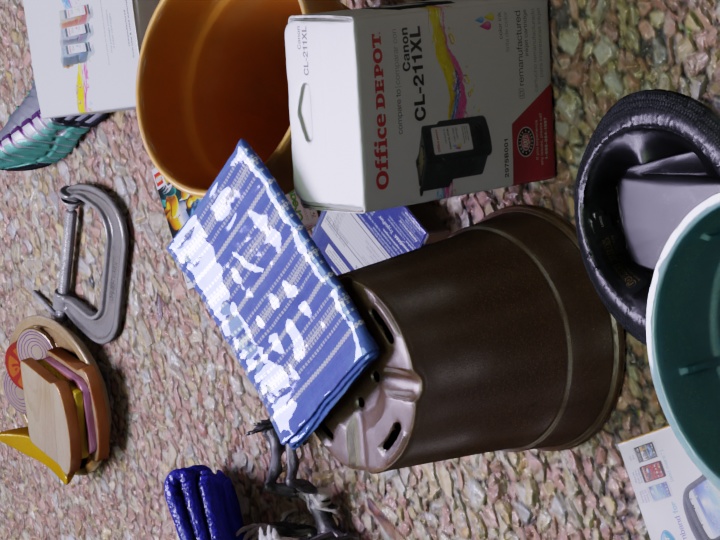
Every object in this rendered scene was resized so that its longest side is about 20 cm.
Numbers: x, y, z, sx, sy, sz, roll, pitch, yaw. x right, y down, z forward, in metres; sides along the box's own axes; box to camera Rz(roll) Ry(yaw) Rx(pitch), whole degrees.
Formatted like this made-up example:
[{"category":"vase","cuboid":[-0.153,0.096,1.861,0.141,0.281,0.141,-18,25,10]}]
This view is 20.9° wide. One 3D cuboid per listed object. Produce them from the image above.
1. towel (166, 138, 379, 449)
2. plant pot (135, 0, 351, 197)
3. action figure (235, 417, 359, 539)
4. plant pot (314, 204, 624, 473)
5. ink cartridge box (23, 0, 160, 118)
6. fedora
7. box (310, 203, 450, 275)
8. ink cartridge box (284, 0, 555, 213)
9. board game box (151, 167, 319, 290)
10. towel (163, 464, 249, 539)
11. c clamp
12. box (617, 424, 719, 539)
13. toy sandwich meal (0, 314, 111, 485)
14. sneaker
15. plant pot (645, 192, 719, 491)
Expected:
[{"category":"towel","cuboid":[-0.070,0.021,1.484,0.201,0.024,0.145,57,137,17]},{"category":"plant pot","cuboid":[-0.052,-0.148,1.599,0.199,0.182,0.202,-7,80,41]},{"category":"action figure","cuboid":[-0.060,0.235,1.797,0.119,0.101,0.202,-32,74,65]},{"category":"plant pot","cuboid":[0.067,0.064,1.515,0.199,0.197,0.202,18,114,47]},{"category":"ink cartridge box","cuboid":[-0.202,-0.225,1.821,0.199,0.144,0.146,1,101,52]},{"category":"fedora","cuboid":[0.239,-0.037,1.355,0.200,0.091,0.203,20,114,55]},{"category":"box","cuboid":[0.000,0.000,1.714,0.121,0.032,0.201,51,132,30]},{"category":"ink cartridge box","cuboid":[0.048,-0.129,1.485,0.082,0.199,0.147,9,107,50]},{"category":"board game box","cuboid":[-0.121,-0.071,1.848,0.200,0.034,0.127,-29,77,51]},{"category":"towel","cuboid":[-0.134,0.254,1.859,0.200,0.049,0.149,59,-170,-84]},{"category":"c clamp","cuboid":[-0.305,-0.010,2.103,0.171,0.027,0.201,41,130,38]},{"category":"box","cuboid":[0.267,0.160,1.416,0.199,0.041,0.120,-28,78,49]},{"category":"toy sandwich meal","cuboid":[-0.344,0.147,2.142,0.204,0.070,0.207,23,123,41]},{"category":"sneaker","cuboid":[-0.331,-0.174,2.073,0.199,0.074,0.088,-27,64,42]},{"category":"plant pot","cuboid":[0.313,0.035,1.197,0.199,0.195,0.202,16,111,48]}]
